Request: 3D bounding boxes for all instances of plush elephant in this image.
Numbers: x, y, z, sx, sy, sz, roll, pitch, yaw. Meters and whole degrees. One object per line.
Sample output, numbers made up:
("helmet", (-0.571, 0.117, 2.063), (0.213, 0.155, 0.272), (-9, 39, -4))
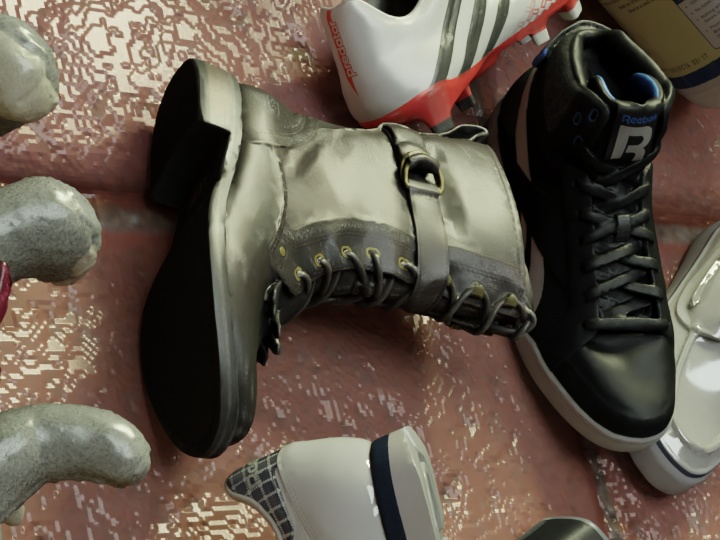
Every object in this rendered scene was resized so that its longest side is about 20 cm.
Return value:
("plush elephant", (-0.144, 0.043, 0.654), (0.199, 0.165, 0.155), (-29, 70, -19))

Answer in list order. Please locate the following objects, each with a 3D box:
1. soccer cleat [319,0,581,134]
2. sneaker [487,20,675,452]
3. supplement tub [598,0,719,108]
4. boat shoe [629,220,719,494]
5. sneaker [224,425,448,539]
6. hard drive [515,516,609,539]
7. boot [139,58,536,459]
("soccer cleat", (0.049, -0.137, 1.000), (0.200, 0.068, 0.086), (-45, 113, -42))
("sneaker", (0.113, -0.025, 0.952), (0.073, 0.112, 0.201), (-5, 63, -21))
("supplement tub", (0.174, -0.204, 1.102), (0.200, 0.145, 0.145), (46, 43, -11))
("boat shoe", (0.190, 0.031, 1.030), (0.072, 0.066, 0.200), (49, 43, -8))
("sneaker", (0.004, 0.163, 0.782), (0.076, 0.080, 0.202), (25, 54, -86))
("hard drive", (0.109, 0.210, 0.863), (0.135, 0.042, 0.201), (-27, 85, -48))
("boot", (0.000, 0.000, 0.856), (0.173, 0.069, 0.201), (16, 53, -25))
